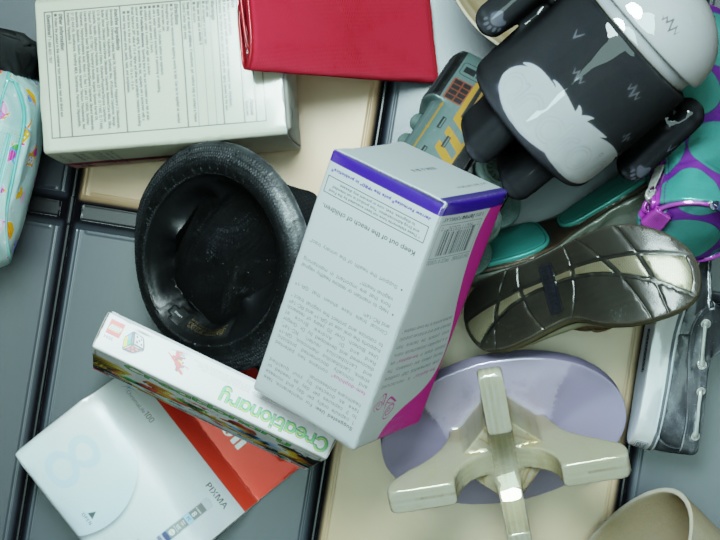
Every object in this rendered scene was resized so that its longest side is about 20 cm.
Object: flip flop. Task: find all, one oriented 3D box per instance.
[{"bbox_3d":[0.174,0.020,1.230,0.200,0.058,0.081,-20,70,33],"label":"flip flop"}]

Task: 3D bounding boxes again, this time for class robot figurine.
[{"bbox_3d":[0.166,-0.144,1.156,0.200,0.150,0.125,-41,58,16],"label":"robot figurine"}]

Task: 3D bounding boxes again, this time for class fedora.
[{"bbox_3d":[-0.092,-0.016,1.270,0.200,0.092,0.201,12,109,38],"label":"fedora"}]

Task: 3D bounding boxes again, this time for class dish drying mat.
[{"bbox_3d":[-0.016,-0.192,1.262,0.018,0.200,0.077,-11,84,47],"label":"dish drying mat"}]

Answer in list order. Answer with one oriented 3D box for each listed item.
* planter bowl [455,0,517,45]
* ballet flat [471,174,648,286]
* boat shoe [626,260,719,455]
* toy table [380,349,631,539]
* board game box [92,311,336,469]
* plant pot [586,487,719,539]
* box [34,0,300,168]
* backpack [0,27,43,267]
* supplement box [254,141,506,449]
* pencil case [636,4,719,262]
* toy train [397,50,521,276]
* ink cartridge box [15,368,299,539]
[{"bbox_3d":[0.164,-0.273,1.248,0.200,0.135,0.200,2,107,5],"label":"planter bowl"},{"bbox_3d":[0.165,-0.017,1.293,0.200,0.067,0.064,-25,114,5],"label":"ballet flat"},{"bbox_3d":[0.269,0.051,1.279,0.068,0.072,0.200,11,89,2],"label":"boat shoe"},{"bbox_3d":[0.116,0.142,1.245,0.200,0.117,0.184,-21,108,7],"label":"toy table"},{"bbox_3d":[-0.117,0.098,1.254,0.200,0.126,0.035,26,76,-3],"label":"board game box"},{"bbox_3d":[0.269,0.305,1.233,0.200,0.187,0.187,37,91,-11],"label":"plant pot"},{"bbox_3d":[-0.154,-0.158,1.290,0.200,0.109,0.128,-4,86,3],"label":"box"},{"bbox_3d":[-0.322,-0.101,1.280,0.126,0.167,0.200,13,96,-1],"label":"backpack"},{"bbox_3d":[0.014,0.016,1.165,0.103,0.101,0.200,27,110,25],"label":"supplement box"},{"bbox_3d":[0.259,-0.111,1.242,0.092,0.085,0.200,21,57,-29],"label":"pencil case"},{"bbox_3d":[0.082,-0.083,1.265,0.114,0.085,0.200,29,66,10],"label":"toy train"},{"bbox_3d":[-0.160,0.154,1.314,0.200,0.047,0.160,-39,87,3],"label":"ink cartridge box"}]
